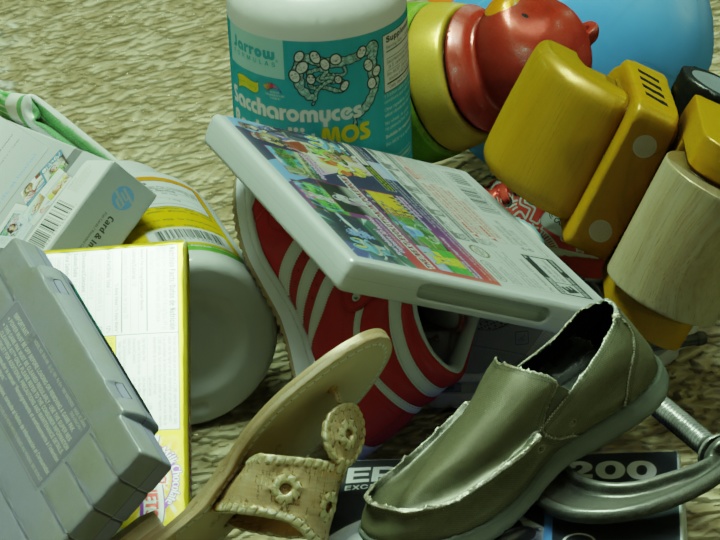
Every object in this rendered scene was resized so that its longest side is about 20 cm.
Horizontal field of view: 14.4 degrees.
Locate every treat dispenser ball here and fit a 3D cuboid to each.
[{"bbox_3d":[0.142,-0.157,1.954,0.201,0.201,0.201,-3,25,2],"label":"treat dispenser ball"}]

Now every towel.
[{"bbox_3d":[-0.206,-0.086,1.920,0.023,0.153,0.200,-55,27,-5],"label":"towel"}]

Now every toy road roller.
[{"bbox_3d":[0.153,-0.056,1.666,0.146,0.123,0.200,23,19,-8],"label":"toy road roller"}]

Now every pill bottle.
[{"bbox_3d":[-0.129,0.005,1.755,0.111,0.111,0.200,-11,26,-14],"label":"pill bottle"},{"bbox_3d":[-0.025,-0.126,1.739,0.111,0.200,0.111,-3,27,1],"label":"pill bottle"}]

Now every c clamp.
[{"bbox_3d":[0.146,0.081,1.557,0.171,0.027,0.200,-10,24,-13],"label":"c clamp"}]

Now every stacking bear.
[{"bbox_3d":[0.056,-0.129,1.832,0.200,0.114,0.121,-10,22,33],"label":"stacking bear"}]

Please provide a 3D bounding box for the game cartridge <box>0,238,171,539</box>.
[{"bbox_3d":[-0.181,0.085,1.538,0.130,0.038,0.200,-45,44,9],"label":"game cartridge"}]

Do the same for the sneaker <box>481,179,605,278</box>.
[{"bbox_3d":[0.102,-0.049,1.839,0.201,0.108,0.067,-1,26,7],"label":"sneaker"}]

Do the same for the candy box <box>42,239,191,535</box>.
[{"bbox_3d":[-0.145,0.076,1.588,0.102,0.026,0.200,-2,59,1],"label":"candy box"}]

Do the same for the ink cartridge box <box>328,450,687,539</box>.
[{"bbox_3d":[0.076,0.137,1.530,0.198,0.043,0.200,-1,24,5],"label":"ink cartridge box"}]

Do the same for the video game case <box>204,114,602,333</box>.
[{"bbox_3d":[0.026,-0.025,1.625,0.182,0.023,0.200,12,21,-31],"label":"video game case"}]

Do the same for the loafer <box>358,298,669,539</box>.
[{"bbox_3d":[0.074,0.079,1.490,0.200,0.070,0.075,-35,30,-28],"label":"loafer"}]

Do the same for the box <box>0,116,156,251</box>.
[{"bbox_3d":[-0.221,-0.011,1.746,0.156,0.041,0.200,-55,29,-8],"label":"box"}]

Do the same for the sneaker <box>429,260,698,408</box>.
[{"bbox_3d":[0.117,0.026,1.706,0.200,0.082,0.075,-12,27,-22],"label":"sneaker"}]

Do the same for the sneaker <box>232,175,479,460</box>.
[{"bbox_3d":[0.000,0.000,1.650,0.071,0.112,0.200,11,50,-51],"label":"sneaker"}]

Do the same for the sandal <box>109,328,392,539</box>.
[{"bbox_3d":[-0.047,0.126,1.485,0.212,0.078,0.070,-40,66,4],"label":"sandal"}]

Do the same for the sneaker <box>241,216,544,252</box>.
[{"bbox_3d":[0.016,0.004,1.780,0.200,0.077,0.081,-3,26,5],"label":"sneaker"}]
